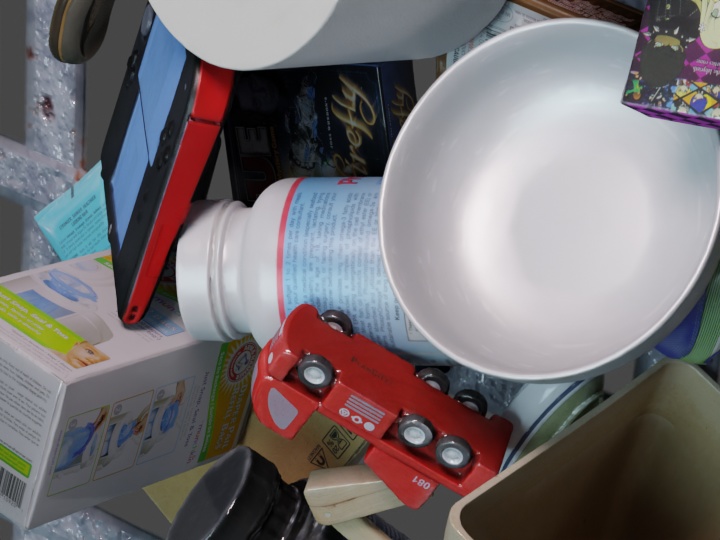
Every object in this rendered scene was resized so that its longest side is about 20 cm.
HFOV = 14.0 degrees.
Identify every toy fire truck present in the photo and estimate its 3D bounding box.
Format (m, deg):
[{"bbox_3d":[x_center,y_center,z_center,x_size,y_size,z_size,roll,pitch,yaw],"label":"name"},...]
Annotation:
[{"bbox_3d":[0.014,0.117,1.676,0.199,0.049,0.141,30,130,-7],"label":"toy fire truck"}]

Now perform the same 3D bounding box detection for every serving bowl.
[{"bbox_3d":[0.111,-0.031,1.574,0.199,0.066,0.201,-8,71,24],"label":"serving bowl"}]

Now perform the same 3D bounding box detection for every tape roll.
[{"bbox_3d":[-0.019,-0.214,1.626,0.202,0.139,0.204,8,101,45],"label":"tape roll"}]

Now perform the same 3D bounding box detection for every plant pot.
[{"bbox_3d":[0.157,0.207,1.636,0.200,0.200,0.177,44,142,19],"label":"plant pot"}]

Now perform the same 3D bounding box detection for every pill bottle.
[{"bbox_3d":[-0.016,0.197,1.774,0.200,0.112,0.112,38,136,-17],"label":"pill bottle"},{"bbox_3d":[0.000,0.000,1.693,0.199,0.109,0.109,1,109,15],"label":"pill bottle"}]

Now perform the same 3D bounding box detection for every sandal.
[{"bbox_3d":[-0.143,-0.204,1.810,0.054,0.082,0.201,29,124,10],"label":"sandal"}]

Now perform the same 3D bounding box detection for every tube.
[{"bbox_3d":[-0.143,0.029,1.922,0.077,0.050,0.201,-37,79,28],"label":"tube"}]

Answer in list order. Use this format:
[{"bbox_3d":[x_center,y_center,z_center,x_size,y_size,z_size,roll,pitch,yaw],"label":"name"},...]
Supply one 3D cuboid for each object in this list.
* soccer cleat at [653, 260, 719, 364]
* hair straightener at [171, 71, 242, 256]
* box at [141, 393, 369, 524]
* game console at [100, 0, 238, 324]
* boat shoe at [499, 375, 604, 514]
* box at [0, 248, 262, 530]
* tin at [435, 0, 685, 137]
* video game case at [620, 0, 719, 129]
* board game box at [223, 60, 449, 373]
[{"bbox_3d":[0.228,-0.018,1.576,0.084,0.065,0.200,31,127,-27],"label":"soccer cleat"},{"bbox_3d":[-0.089,-0.092,1.769,0.077,0.041,0.201,-104,34,-57],"label":"hair straightener"},{"bbox_3d":[-0.075,0.085,1.838,0.164,0.021,0.200,49,126,16],"label":"box"},{"bbox_3d":[-0.121,-0.090,1.745,0.200,0.031,0.177,-103,33,-58],"label":"game console"},{"bbox_3d":[0.109,0.124,1.724,0.062,0.072,0.200,44,140,22],"label":"boat shoe"},{"bbox_3d":[-0.161,0.064,1.754,0.112,0.200,0.102,31,117,28],"label":"box"},{"bbox_3d":[0.126,-0.095,1.642,0.199,0.042,0.112,25,126,32],"label":"tin"},{"bbox_3d":[0.240,-0.152,1.464,0.199,0.036,0.182,12,85,38],"label":"video game case"},{"bbox_3d":[-0.018,-0.035,1.793,0.135,0.035,0.201,6,110,40],"label":"board game box"}]
